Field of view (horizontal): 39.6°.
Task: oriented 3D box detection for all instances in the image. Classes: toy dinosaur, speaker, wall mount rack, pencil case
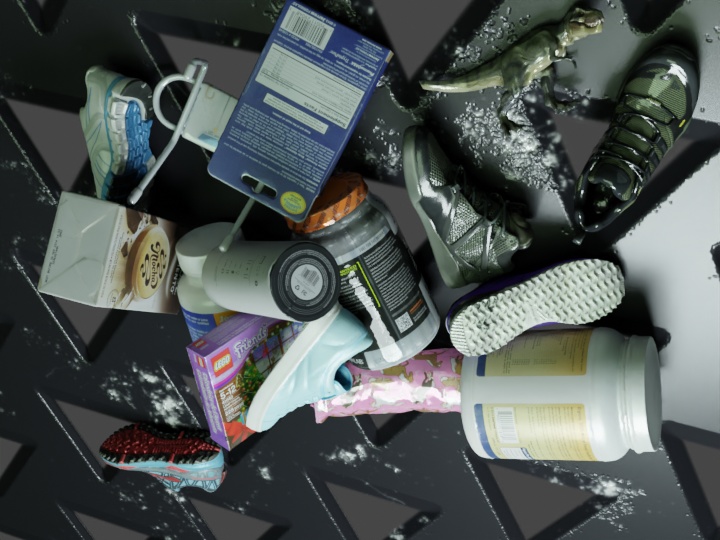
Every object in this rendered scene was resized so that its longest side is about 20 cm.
[{"bbox_3d":[0.159,-0.185,0.975,0.199,0.047,0.089,-21,98,33],"label":"toy dinosaur"},{"bbox_3d":[-0.100,0.008,1.062,0.081,0.081,0.200,56,157,-18],"label":"speaker"},{"bbox_3d":[-0.160,-0.129,1.101,0.199,0.075,0.175,27,102,4],"label":"wall mount rack"},{"bbox_3d":[0.037,0.135,1.184,0.198,0.083,0.087,-3,116,1],"label":"pencil case"}]

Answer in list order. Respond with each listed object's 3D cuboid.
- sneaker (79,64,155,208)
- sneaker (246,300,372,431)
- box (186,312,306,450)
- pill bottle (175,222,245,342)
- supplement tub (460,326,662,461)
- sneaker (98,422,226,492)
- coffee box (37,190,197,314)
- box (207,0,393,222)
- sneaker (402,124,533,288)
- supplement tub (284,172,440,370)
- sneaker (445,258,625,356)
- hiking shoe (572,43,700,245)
[{"bbox_3d":[-0.293,-0.153,1.181,0.086,0.075,0.201,34,132,23],"label":"sneaker"},{"bbox_3d":[-0.056,0.123,1.094,0.082,0.074,0.200,37,124,2],"label":"sneaker"},{"bbox_3d":[-0.104,0.101,1.183,0.039,0.200,0.138,21,133,40],"label":"box"},{"bbox_3d":[-0.159,0.048,1.222,0.111,0.112,0.201,1,123,22],"label":"pill bottle"},{"bbox_3d":[0.222,0.136,1.102,0.199,0.145,0.145,-3,121,25],"label":"supplement tub"},{"bbox_3d":[-0.291,0.287,1.463,0.199,0.079,0.096,4,126,20],"label":"sneaker"},{"bbox_3d":[-0.273,-0.015,1.156,0.079,0.200,0.114,13,89,16],"label":"coffee box"},{"bbox_3d":[-0.065,-0.164,1.035,0.121,0.032,0.201,28,98,2],"label":"box"},{"bbox_3d":[0.116,-0.073,1.052,0.113,0.076,0.200,-11,121,26],"label":"sneaker"},{"bbox_3d":[0.000,0.000,1.117,0.122,0.123,0.201,-13,117,29],"label":"supplement tub"},{"bbox_3d":[0.183,0.027,1.091,0.199,0.100,0.070,-16,102,-2],"label":"sneaker"},{"bbox_3d":[0.260,-0.113,0.945,0.075,0.101,0.201,23,128,6],"label":"hiking shoe"}]
